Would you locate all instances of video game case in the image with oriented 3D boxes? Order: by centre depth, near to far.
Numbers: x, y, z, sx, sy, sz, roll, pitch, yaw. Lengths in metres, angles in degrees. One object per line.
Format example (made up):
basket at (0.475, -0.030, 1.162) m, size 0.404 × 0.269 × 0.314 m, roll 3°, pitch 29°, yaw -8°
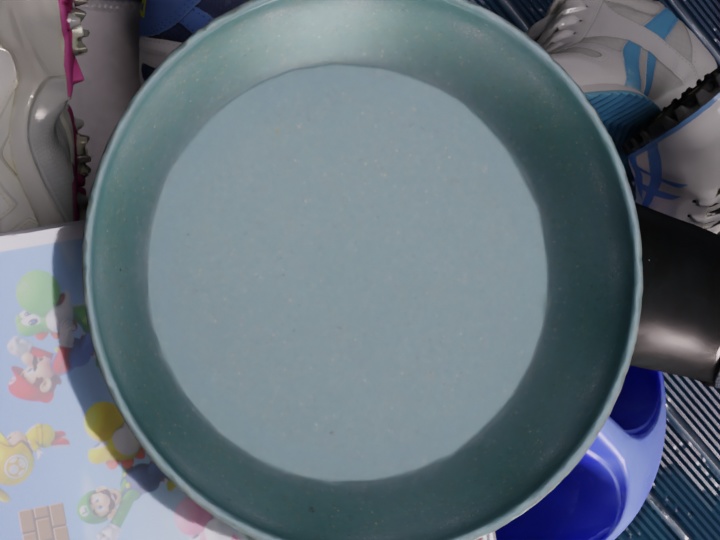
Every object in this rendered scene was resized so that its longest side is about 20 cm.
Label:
video game case at (-0.057, 0.048, 0.742) m, size 0.199 × 0.017 × 0.144 m, roll -10°, pitch 89°, yaw -17°

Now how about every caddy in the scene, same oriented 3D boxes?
caddy at (0.042, 0.044, 0.895) m, size 0.200 × 0.105 × 0.142 m, roll 33°, pitch 66°, yaw -24°

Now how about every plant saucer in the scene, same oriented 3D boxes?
plant saucer at (0.000, 0.000, 0.732) m, size 0.199 × 0.036 × 0.201 m, roll 1°, pitch 86°, yaw -15°

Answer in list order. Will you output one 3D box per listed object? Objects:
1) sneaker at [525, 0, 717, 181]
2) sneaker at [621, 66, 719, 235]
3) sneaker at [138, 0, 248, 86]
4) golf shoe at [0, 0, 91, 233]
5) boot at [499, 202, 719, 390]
sneaker at (0.098, -0.082, 0.942) m, size 0.081 × 0.077 × 0.200 m, roll 52°, pitch 27°, yaw 13°
sneaker at (0.154, -0.032, 0.929) m, size 0.072 × 0.200 × 0.073 m, roll -37°, pitch 73°, yaw -11°
sneaker at (-0.008, -0.072, 0.849) m, size 0.074 × 0.200 × 0.083 m, roll -10°, pitch 124°, yaw -59°
golf shoe at (-0.142, -0.047, 0.760) m, size 0.091 × 0.075 × 0.201 m, roll -3°, pitch 118°, yaw -8°
boot at (0.161, 0.020, 0.816) m, size 0.198 × 0.162 × 0.074 m, roll 16°, pitch 88°, yaw -57°
